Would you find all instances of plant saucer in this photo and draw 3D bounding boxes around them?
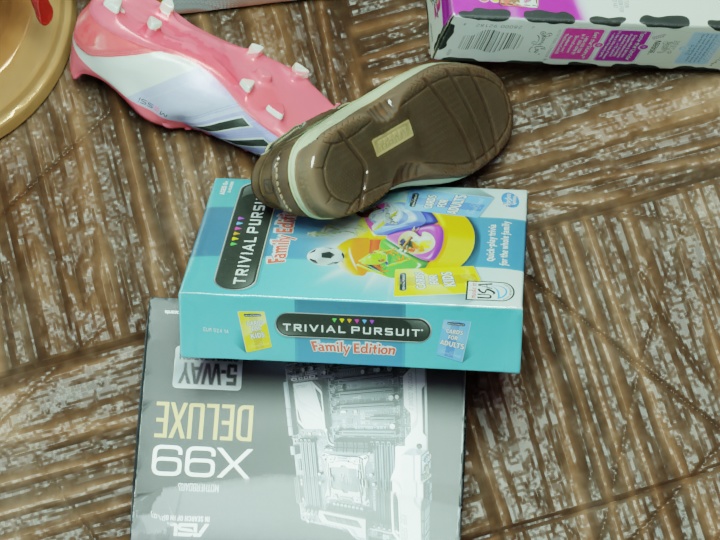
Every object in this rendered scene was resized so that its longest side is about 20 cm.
[{"bbox_3d":[-0.288,-0.170,1.480,0.199,0.037,0.201,-1,71,4],"label":"plant saucer"}]

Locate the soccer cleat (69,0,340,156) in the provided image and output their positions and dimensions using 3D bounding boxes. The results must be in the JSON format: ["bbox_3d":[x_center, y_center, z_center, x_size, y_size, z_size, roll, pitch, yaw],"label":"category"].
[{"bbox_3d":[-0.095,-0.111,1.442,0.199,0.077,0.067,31,40,-1],"label":"soccer cleat"}]

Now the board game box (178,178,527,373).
[{"bbox_3d":[0.000,0.000,1.352,0.199,0.047,0.151,3,28,4],"label":"board game box"}]

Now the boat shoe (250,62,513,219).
[{"bbox_3d":[0.011,-0.082,1.385,0.075,0.202,0.075,-6,99,43],"label":"boat shoe"}]

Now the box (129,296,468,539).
[{"bbox_3d":[-0.035,0.101,1.363,0.199,0.050,0.159,3,71,4],"label":"box"}]

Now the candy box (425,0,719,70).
[{"bbox_3d":[0.140,-0.202,1.425,0.199,0.061,0.137,1,66,-12],"label":"candy box"}]

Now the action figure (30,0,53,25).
[{"bbox_3d":[-0.277,-0.214,1.450,0.199,0.052,0.066,24,68,16],"label":"action figure"}]

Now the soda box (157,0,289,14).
[{"bbox_3d":[-0.078,-0.215,1.464,0.199,0.068,0.064,-7,67,1],"label":"soda box"}]
